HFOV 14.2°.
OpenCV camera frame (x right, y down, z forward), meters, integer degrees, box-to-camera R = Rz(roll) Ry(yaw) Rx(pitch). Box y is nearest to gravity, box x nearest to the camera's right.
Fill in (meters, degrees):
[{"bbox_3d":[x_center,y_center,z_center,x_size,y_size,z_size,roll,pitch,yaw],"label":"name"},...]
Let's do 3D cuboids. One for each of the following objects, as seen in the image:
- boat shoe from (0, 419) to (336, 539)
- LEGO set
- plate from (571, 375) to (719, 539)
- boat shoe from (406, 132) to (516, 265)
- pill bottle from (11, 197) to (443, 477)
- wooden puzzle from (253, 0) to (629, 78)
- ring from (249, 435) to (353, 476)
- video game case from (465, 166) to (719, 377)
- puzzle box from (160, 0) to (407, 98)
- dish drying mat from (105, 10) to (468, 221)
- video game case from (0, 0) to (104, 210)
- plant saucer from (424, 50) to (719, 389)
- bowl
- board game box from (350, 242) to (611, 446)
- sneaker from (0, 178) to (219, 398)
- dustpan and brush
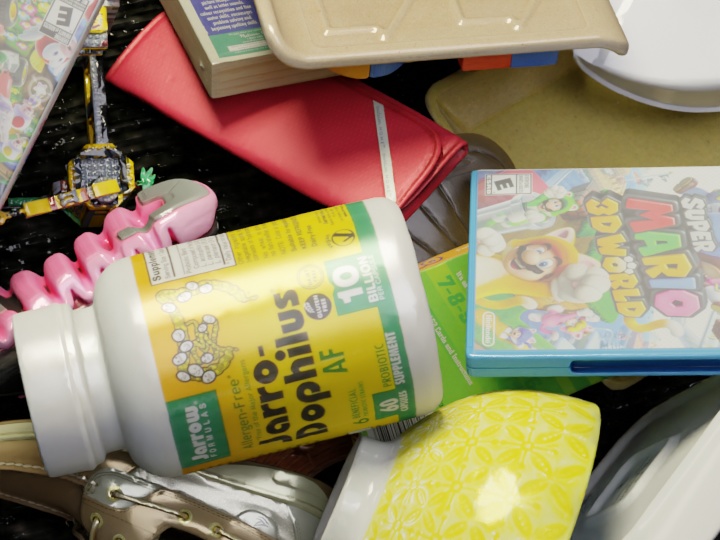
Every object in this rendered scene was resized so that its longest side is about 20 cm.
[{"bbox_3d":[-0.113,0.125,1.498,0.199,0.074,0.067,11,68,-2],"label":"boat shoe"},{"bbox_3d":[-0.201,-0.097,1.519,0.199,0.116,0.154,7,73,-11],"label":"LEGO set"},{"bbox_3d":[0.149,0.118,1.499,0.032,0.200,0.200,43,61,-5],"label":"plate"},{"bbox_3d":[0.000,0.000,1.568,0.200,0.065,0.073,-39,92,-14],"label":"boat shoe"},{"bbox_3d":[-0.067,0.039,1.437,0.199,0.113,0.113,-13,78,-4],"label":"pill bottle"},{"bbox_3d":[0.028,-0.163,1.564,0.199,0.046,0.186,-1,42,-14],"label":"wooden puzzle"},{"bbox_3d":[0.016,0.161,1.560,0.200,0.019,0.201,4,73,-13],"label":"ring"},{"bbox_3d":[0.155,-0.002,1.492,0.199,0.018,0.143,-1,43,4],"label":"video game case"},{"bbox_3d":[-0.011,-0.160,1.606,0.199,0.025,0.133,-11,44,-17],"label":"puzzle box"},{"bbox_3d":[-0.042,-0.088,1.567,0.200,0.018,0.077,31,67,26],"label":"dish drying mat"},{"bbox_3d":[-0.235,-0.086,1.473,0.143,0.018,0.200,27,93,0],"label":"video game case"},{"bbox_3d":[0.159,-0.056,1.645,0.200,0.048,0.200,-30,84,-20],"label":"plant saucer"},{"bbox_3d":[0.034,0.140,1.460,0.107,0.200,0.201,23,70,-1],"label":"bowl"},{"bbox_3d":[0.078,0.029,1.546,0.199,0.030,0.096,-21,103,-15],"label":"board game box"},{"bbox_3d":[-0.146,0.038,1.514,0.200,0.079,0.096,-30,114,0],"label":"sneaker"},{"bbox_3d":[0.228,-0.133,1.639,0.200,0.057,0.140,26,80,0],"label":"dustpan and brush"}]
